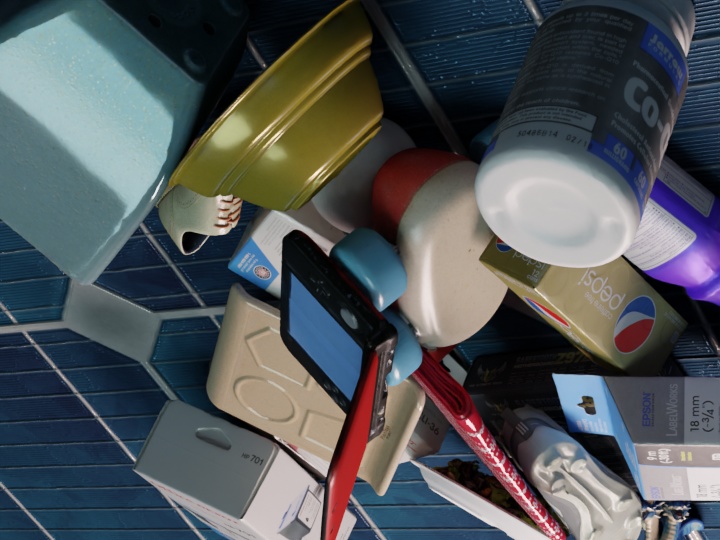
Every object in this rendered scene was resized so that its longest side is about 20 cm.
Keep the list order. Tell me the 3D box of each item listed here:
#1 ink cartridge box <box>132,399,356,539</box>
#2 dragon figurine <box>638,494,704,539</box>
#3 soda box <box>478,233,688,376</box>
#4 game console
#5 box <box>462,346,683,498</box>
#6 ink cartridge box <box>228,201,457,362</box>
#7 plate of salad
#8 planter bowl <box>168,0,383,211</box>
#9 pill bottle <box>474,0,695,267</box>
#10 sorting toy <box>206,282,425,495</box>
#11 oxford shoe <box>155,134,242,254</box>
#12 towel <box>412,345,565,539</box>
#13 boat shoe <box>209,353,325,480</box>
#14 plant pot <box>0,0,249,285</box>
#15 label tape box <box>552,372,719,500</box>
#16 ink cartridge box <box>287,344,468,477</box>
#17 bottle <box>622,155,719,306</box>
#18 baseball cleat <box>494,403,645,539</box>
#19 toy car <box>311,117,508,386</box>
[{"bbox_3d":[-0.113,0.221,1.907,0.145,0.086,0.200,20,165,32],"label":"ink cartridge box"},{"bbox_3d":[0.289,0.256,1.799,0.058,0.101,0.200,10,172,19],"label":"dragon figurine"},{"bbox_3d":[0.178,0.017,1.499,0.064,0.068,0.200,29,173,42],"label":"soda box"},{"bbox_3d":[-0.039,0.097,1.459,0.172,0.118,0.200,46,160,17],"label":"game console"},{"bbox_3d":[0.210,0.136,1.706,0.199,0.051,0.158,-9,132,39],"label":"box"},{"bbox_3d":[0.000,0.000,1.642,0.199,0.068,0.116,31,145,-9],"label":"ink cartridge box"},{"bbox_3d":[0.135,0.214,1.747,0.199,0.048,0.200,31,175,3],"label":"plate of salad"},{"bbox_3d":[-0.043,-0.104,1.409,0.083,0.200,0.200,45,142,-1],"label":"planter bowl"},{"bbox_3d":[0.158,-0.111,1.295,0.113,0.201,0.114,16,145,12],"label":"pill bottle"},{"bbox_3d":[-0.042,0.105,1.721,0.199,0.037,0.186,29,144,7],"label":"sorting toy"},{"bbox_3d":[-0.112,-0.073,1.593,0.200,0.070,0.075,-35,73,59],"label":"oxford shoe"},{"bbox_3d":[0.096,0.133,1.586,0.200,0.022,0.145,52,177,-41],"label":"towel"},{"bbox_3d":[-0.086,0.150,1.883,0.200,0.067,0.057,40,137,-26],"label":"boat shoe"},{"bbox_3d":[-0.195,-0.153,1.460,0.195,0.197,0.200,41,130,-14],"label":"plant pot"},{"bbox_3d":[0.260,0.137,1.553,0.198,0.064,0.144,-1,156,13],"label":"label tape box"},{"bbox_3d":[0.008,0.123,1.792,0.116,0.068,0.199,42,141,-22],"label":"ink cartridge box"},{"bbox_3d":[0.238,-0.034,1.462,0.199,0.066,0.083,36,145,-15],"label":"bottle"},{"bbox_3d":[0.184,0.177,1.675,0.107,0.070,0.200,51,178,44],"label":"baseball cleat"},{"bbox_3d":[0.022,-0.051,1.521,0.200,0.184,0.178,39,156,34],"label":"toy car"}]
